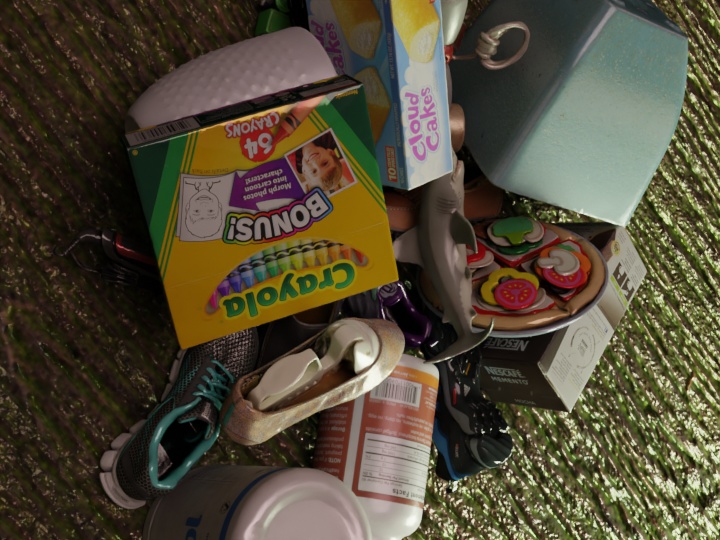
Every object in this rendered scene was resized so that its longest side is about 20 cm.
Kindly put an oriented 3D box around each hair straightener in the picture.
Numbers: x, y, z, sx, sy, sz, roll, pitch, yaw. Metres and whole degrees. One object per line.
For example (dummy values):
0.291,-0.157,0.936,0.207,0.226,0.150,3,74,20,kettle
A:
-0.175,0.013,0.974,0.197,0.077,0.042,15,49,-24,hair straightener

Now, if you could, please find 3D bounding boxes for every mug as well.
-0.108,-0.099,0.998,0.173,0.147,0.204,-21,99,-21,mug

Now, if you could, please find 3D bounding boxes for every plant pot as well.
0.223,-0.201,1.148,0.193,0.202,0.198,14,33,-31,plant pot

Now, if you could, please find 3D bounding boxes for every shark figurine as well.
0.069,-0.002,1.064,0.088,0.129,0.219,-5,69,-2,shark figurine

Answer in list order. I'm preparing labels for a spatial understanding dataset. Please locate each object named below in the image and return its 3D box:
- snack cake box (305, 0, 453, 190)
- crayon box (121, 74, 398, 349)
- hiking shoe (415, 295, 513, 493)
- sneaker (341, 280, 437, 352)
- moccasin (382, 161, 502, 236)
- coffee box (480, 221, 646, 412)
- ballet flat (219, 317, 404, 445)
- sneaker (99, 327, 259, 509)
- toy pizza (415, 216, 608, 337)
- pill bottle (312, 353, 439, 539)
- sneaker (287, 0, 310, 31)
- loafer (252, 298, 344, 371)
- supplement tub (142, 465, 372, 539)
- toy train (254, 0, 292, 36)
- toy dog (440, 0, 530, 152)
0.016,-0.185,1.005,0.067,0.114,0.204,-24,117,-39,snack cake box
-0.079,-0.050,0.917,0.197,0.058,0.176,-17,112,-12,crayon box
0.082,0.116,1.128,0.074,0.086,0.203,14,51,-43,hiking shoe
0.000,0.000,1.084,0.200,0.087,0.075,49,61,-17,sneaker
0.073,-0.081,1.144,0.198,0.073,0.079,-11,113,-33,moccasin
0.209,0.046,1.190,0.080,0.112,0.201,52,58,-30,coffee box
-0.033,0.084,0.957,0.199,0.068,0.068,-32,63,-31,ballet flat
-0.141,0.124,0.970,0.077,0.091,0.202,43,62,-21,sneaker
0.154,-0.003,1.130,0.199,0.199,0.032,-32,132,-32,toy pizza
0.009,0.183,1.047,0.111,0.112,0.204,17,74,-29,pill bottle
-0.027,-0.204,1.080,0.078,0.074,0.204,-5,107,-30,sneaker
-0.055,0.045,1.022,0.072,0.072,0.203,20,92,5,loafer
-0.090,0.230,0.922,0.130,0.199,0.135,6,78,-31,supplement tub
-0.020,-0.229,1.139,0.197,0.042,0.057,18,83,-30,toy train
0.064,-0.203,1.090,0.130,0.201,0.097,13,37,-30,toy dog
